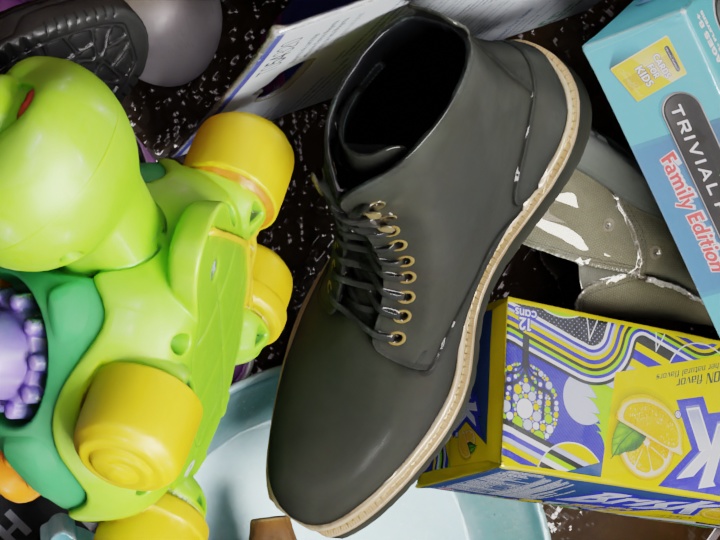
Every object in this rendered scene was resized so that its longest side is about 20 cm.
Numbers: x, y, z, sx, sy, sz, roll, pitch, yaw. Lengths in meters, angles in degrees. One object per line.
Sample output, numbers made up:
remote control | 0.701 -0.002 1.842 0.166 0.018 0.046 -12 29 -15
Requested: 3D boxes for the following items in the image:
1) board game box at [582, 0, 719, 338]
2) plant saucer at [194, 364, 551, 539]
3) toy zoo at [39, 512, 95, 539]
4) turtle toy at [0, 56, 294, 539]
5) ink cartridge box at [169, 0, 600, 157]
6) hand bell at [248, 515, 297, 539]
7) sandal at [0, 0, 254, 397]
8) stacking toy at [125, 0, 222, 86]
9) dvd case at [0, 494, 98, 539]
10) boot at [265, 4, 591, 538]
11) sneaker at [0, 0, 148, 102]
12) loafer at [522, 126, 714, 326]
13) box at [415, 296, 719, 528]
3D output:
board game box | 0.177 -0.066 0.831 0.200 0.047 0.152 -44 111 -50
plant saucer | -0.017 0.133 0.845 0.198 0.036 0.202 -2 96 -19
toy zoo | -0.122 0.180 0.777 0.130 0.020 0.201 3 114 -13
turtle toy | -0.088 0.009 0.698 0.100 0.201 0.146 13 54 8
ink cartridge box | 0.030 -0.110 0.755 0.199 0.196 0.044 -20 87 -18
hand bell | -0.026 0.197 0.799 0.103 0.104 0.202 -4 83 -19
sandal | -0.108 -0.026 0.791 0.082 0.050 0.203 -36 106 -13
stacking toy | -0.099 -0.156 0.757 0.145 0.146 0.201 -26 118 -15
dvd case | -0.192 0.092 0.738 0.150 0.025 0.200 -44 136 -10
boot | 0.000 0.000 0.732 0.077 0.138 0.201 25 95 21
sneaker | -0.182 -0.061 0.737 0.199 0.104 0.060 -34 142 -12
loafer | 0.108 -0.013 0.864 0.199 0.075 0.070 30 101 -19
box | 0.123 0.065 0.849 0.199 0.064 0.071 12 73 -30
